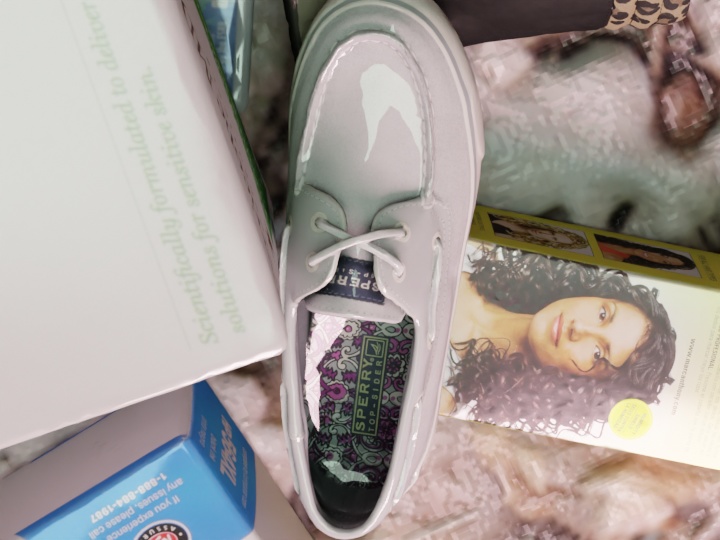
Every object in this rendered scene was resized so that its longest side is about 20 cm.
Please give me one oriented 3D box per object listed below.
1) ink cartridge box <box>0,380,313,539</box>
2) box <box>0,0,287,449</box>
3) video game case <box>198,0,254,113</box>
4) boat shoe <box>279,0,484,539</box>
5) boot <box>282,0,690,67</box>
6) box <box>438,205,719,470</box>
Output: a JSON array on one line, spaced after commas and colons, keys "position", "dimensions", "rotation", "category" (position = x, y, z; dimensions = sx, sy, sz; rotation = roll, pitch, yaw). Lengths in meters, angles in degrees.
[{"position": [-0.071, 0.163, 1.105], "dimensions": [0.146, 0.084, 0.201], "rotation": [-32, 106, 7], "category": "ink cartridge box"}, {"position": [-0.147, -0.055, 0.962], "dimensions": [0.199, 0.171, 0.200], "rotation": [-18, 108, 3], "category": "box"}, {"position": [-0.125, -0.159, 1.032], "dimensions": [0.181, 0.022, 0.201], "rotation": [3, 108, -4], "category": "video game case"}, {"position": [0.000, 0.000, 1.014], "dimensions": [0.071, 0.069, 0.201], "rotation": [11, 114, 3], "category": "boat shoe"}, {"position": [0.041, -0.155, 1.002], "dimensions": [0.149, 0.073, 0.201], "rotation": [-6, 126, -4], "category": "boot"}, {"position": [0.120, 0.032, 1.093], "dimensions": [0.199, 0.050, 0.076], "rotation": [10, 108, -7], "category": "box"}]
